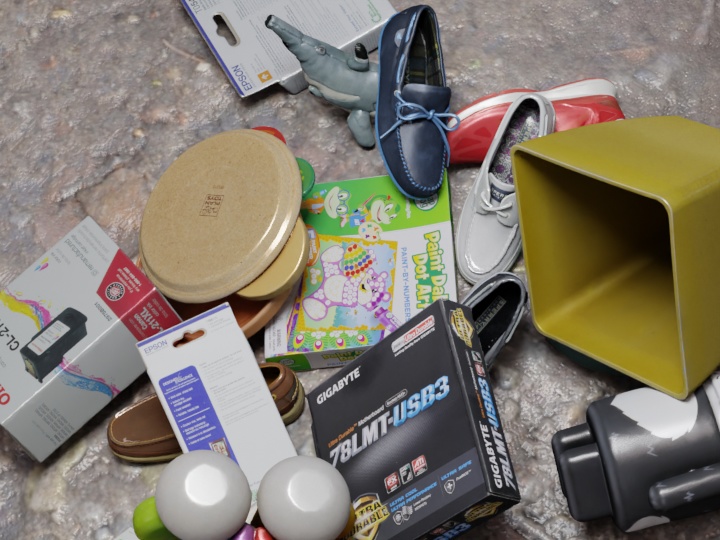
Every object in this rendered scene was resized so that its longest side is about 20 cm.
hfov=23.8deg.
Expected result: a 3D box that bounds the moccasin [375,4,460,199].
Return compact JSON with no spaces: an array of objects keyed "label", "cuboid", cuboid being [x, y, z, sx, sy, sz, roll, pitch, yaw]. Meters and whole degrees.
[{"label":"moccasin","cuboid":[0.054,-0.174,1.728,0.080,0.068,0.201,-1,75,-32]}]

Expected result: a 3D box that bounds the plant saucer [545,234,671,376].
[{"label":"plant saucer","cuboid":[0.264,0.007,1.685,0.199,0.036,0.201,-4,60,7]}]

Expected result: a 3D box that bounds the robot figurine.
[{"label":"robot figurine","cuboid":[0.276,0.161,1.542,0.199,0.125,0.151,-14,59,2]}]

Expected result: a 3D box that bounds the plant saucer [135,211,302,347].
[{"label":"plant saucer","cuboid":[-0.142,-0.007,1.739,0.199,0.032,0.201,-15,58,24]}]

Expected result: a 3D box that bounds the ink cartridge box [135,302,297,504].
[{"label":"ink cartridge box","cuboid":[-0.129,0.137,1.616,0.099,0.039,0.201,-23,99,-3]}]

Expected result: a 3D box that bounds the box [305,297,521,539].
[{"label":"box","cuboid":[0.042,0.159,1.569,0.200,0.050,0.199,-36,54,35]}]

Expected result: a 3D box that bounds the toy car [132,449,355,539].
[{"label":"toy car","cuboid":[-0.102,0.251,1.508,0.199,0.175,0.151,5,65,-10]}]

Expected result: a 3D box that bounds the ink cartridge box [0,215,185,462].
[{"label":"ink cartridge box","cuboid":[-0.294,0.068,1.699,0.200,0.083,0.146,-42,51,-8]}]

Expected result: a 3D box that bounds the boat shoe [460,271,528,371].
[{"label":"boat shoe","cuboid":[0.090,0.086,1.623,0.072,0.068,0.200,41,91,-1]}]

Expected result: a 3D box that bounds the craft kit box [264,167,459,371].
[{"label":"craft kit box","cuboid":[0.000,0.000,1.733,0.196,0.049,0.201,-6,60,4]}]

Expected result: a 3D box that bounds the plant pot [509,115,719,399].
[{"label":"plant pot","cuboid":[0.276,-0.035,1.560,0.176,0.201,0.200,-28,33,-29]}]

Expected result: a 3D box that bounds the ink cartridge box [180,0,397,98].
[{"label":"ink cartridge box","cuboid":[-0.084,-0.293,1.915,0.199,0.041,0.200,-28,60,-6]}]

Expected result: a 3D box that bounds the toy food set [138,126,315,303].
[{"label":"toy food set","cuboid":[-0.135,-0.056,1.710,0.199,0.049,0.199,-11,59,28]}]

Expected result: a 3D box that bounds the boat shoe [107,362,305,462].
[{"label":"boat shoe","cuboid":[-0.156,0.130,1.671,0.199,0.068,0.072,-16,59,1]}]

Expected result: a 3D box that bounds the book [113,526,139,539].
[{"label":"book","cuboid":[-0.203,0.308,1.518,0.133,0.200,0.048,20,110,18]}]

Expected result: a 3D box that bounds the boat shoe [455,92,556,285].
[{"label":"boat shoe","cuboid":[0.144,-0.081,1.700,0.072,0.068,0.201,26,93,12]}]

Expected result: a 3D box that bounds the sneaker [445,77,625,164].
[{"label":"sneaker","cuboid":[0.181,-0.123,1.751,0.199,0.078,0.116,-17,58,1]}]

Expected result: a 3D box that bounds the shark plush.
[{"label":"shark plush","cuboid":[-0.012,-0.220,1.790,0.083,0.200,0.091,-23,34,49]}]
